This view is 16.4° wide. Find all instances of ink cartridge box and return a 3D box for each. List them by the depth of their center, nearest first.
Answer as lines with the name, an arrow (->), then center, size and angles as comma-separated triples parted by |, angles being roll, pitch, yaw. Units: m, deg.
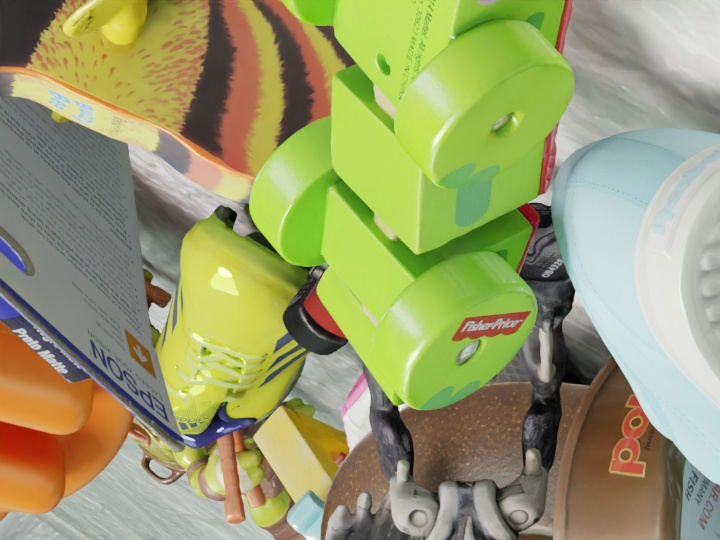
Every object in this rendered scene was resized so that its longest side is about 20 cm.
ink cartridge box -> -0.135, -0.055, 0.759 | 0.200, 0.041, 0.200 | 47, -161, -39

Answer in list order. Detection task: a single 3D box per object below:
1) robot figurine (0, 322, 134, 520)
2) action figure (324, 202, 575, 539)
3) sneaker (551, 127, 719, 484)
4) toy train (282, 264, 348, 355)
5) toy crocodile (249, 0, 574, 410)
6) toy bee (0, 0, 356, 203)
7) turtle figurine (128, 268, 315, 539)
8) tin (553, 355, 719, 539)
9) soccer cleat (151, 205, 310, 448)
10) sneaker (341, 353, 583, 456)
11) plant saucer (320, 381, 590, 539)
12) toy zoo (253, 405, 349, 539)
robot figurine -> -0.153, 0.025, 1.059 | 0.200, 0.116, 0.144 | -102, -8, -62
action figure -> 0.037, 0.079, 0.701 | 0.119, 0.200, 0.102 | 0, -171, 13
sneaker -> 0.115, 0.035, 0.604 | 0.200, 0.074, 0.082 | 54, 168, -30
toy train -> 0.000, 0.000, 0.821 | 0.034, 0.046, 0.200 | 36, 168, -1
toy crocodile -> 0.018, -0.034, 0.556 | 0.068, 0.062, 0.200 | 49, 152, 29
toy bee -> -0.083, -0.067, 0.656 | 0.200, 0.109, 0.131 | 32, 169, 19
turtle figurine -> -0.073, 0.076, 1.170 | 0.161, 0.064, 0.200 | 38, -170, -47
tin -> 0.121, 0.101, 0.683 | 0.042, 0.112, 0.200 | 0, 138, 45
soccer cleat -> -0.053, 0.031, 0.993 | 0.065, 0.084, 0.200 | 35, 168, 4
sneaker -> 0.047, 0.070, 0.893 | 0.087, 0.074, 0.200 | 34, 167, 13
plant saucer -> 0.074, 0.123, 0.799 | 0.200, 0.037, 0.201 | 13, 130, 16
toy zoo -> 0.032, 0.121, 1.053 | 0.200, 0.020, 0.131 | 30, -165, -51
